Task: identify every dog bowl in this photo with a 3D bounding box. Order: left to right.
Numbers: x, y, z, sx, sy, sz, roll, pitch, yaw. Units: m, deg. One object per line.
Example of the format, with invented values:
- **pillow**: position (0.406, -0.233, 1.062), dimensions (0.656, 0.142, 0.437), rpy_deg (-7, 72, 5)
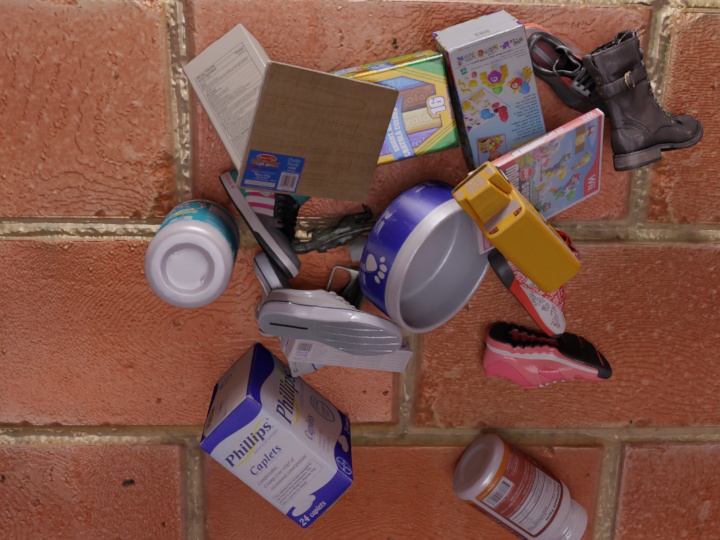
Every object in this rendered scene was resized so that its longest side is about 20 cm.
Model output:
- **dog bowl**: position (0.094, -0.019, 1.252), dimensions (0.200, 0.079, 0.201), rpy_deg (-31, 140, -30)

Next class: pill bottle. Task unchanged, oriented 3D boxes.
- **pill bottle**: position (-0.219, -0.031, 1.225), dimensions (0.110, 0.200, 0.111), rpy_deg (-1, 107, -3)
- **pill bottle**: position (0.250, 0.350, 1.419), dimensions (0.200, 0.112, 0.112), rpy_deg (36, 102, -14)

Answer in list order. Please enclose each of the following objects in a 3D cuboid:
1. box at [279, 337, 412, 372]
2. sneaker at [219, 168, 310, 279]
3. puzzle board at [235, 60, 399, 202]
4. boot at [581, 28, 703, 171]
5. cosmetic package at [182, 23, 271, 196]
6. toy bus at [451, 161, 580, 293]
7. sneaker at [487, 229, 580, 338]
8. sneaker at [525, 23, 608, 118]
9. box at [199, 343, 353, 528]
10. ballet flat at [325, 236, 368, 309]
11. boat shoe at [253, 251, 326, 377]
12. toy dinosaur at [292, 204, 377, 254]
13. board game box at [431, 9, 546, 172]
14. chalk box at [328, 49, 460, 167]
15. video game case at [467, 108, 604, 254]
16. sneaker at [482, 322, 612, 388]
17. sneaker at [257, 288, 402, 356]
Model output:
- **box**: position (-0.019, 0.114, 1.325), dimensions (0.199, 0.039, 0.042), rpy_deg (8, 118, -31)
- **sneaker**: position (-0.099, -0.087, 1.240), dimensions (0.121, 0.200, 0.084), rpy_deg (-32, 148, -4)
- **puzzle board**: position (-0.051, -0.163, 1.109), dimensions (0.199, 0.017, 0.151), rpy_deg (3, 113, -41)
- **boot**: position (0.381, -0.238, 1.228), dimensions (0.200, 0.069, 0.175), rpy_deg (-26, 103, -38)
- **cosmetic package**: position (-0.139, -0.207, 1.183), dimensions (0.105, 0.071, 0.200), rpy_deg (-34, 64, 10)
- **toy bus**: position (0.197, -0.052, 1.155), dimensions (0.065, 0.078, 0.200), rpy_deg (-38, 135, 15)
- **sneaker**: position (0.275, 0.015, 1.306), dimensions (0.108, 0.067, 0.201), rpy_deg (-34, 128, 15)
- **sneaker**: position (0.291, -0.261, 1.243), dimensions (0.199, 0.082, 0.077), rpy_deg (26, 104, -12)
- **box**: position (-0.116, 0.233, 1.323), dimensions (0.200, 0.184, 0.105), rpy_deg (41, 102, -14)
- **ballet flat**: position (0.000, 0.000, 1.320), dimensions (0.068, 0.068, 0.200), rpy_deg (33, 103, -4)
- **boat shoe**: position (-0.120, 0.069, 1.335), dimensions (0.070, 0.071, 0.200), rpy_deg (-25, 114, 2)
- **toy dinosaur**: position (-0.018, -0.058, 1.285), dimensions (0.199, 0.088, 0.048), rpy_deg (-20, 97, 7)
- **board game box**: position (0.176, -0.226, 1.221), dimensions (0.105, 0.103, 0.201), rpy_deg (-18, 117, 1)
- **chalk box**: position (0.017, -0.211, 1.222), dimensions (0.199, 0.125, 0.124), rpy_deg (-12, 108, -1)
- **video game case**: position (0.233, -0.115, 1.207), dimensions (0.200, 0.017, 0.143), rpy_deg (-28, 140, -12)
- **sneaker**: position (0.277, 0.141, 1.387), dimensions (0.199, 0.074, 0.087), rpy_deg (13, 120, -3)
- **sneaker**: position (-0.038, 0.061, 1.250), dimensions (0.199, 0.071, 0.073), rpy_deg (13, 135, 0)
